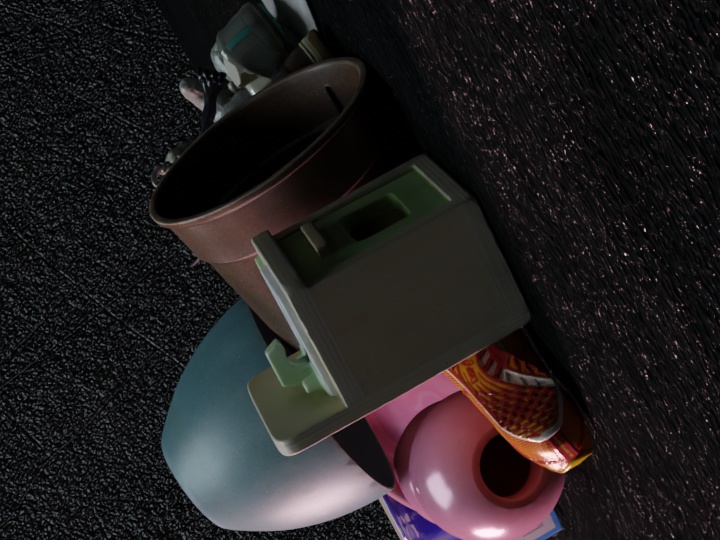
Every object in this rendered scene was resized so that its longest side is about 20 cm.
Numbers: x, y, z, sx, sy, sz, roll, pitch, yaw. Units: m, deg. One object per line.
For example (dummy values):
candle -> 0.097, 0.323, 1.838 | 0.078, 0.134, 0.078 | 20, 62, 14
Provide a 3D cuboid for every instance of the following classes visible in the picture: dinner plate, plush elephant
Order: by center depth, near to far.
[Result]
dinner plate -> -0.090, -0.275, 1.706 | 0.200, 0.024, 0.200 | 61, 175, 9
plush elephant -> -0.115, -0.148, 1.973 | 0.200, 0.165, 0.155 | 29, 178, 21

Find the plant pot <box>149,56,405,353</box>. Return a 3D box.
plant pot -> -0.026, -0.029, 1.547 | 0.198, 0.200, 0.200 | 53, 179, -23

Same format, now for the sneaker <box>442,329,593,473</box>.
sneaker -> 0.101, 0.077, 1.436 | 0.077, 0.073, 0.200 | 51, -174, -41

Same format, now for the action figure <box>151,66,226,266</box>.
action figure -> -0.135, -0.086, 1.854 | 0.102, 0.119, 0.200 | -56, -23, -72

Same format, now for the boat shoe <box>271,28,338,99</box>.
boat shoe -> -0.043, -0.147, 1.694 | 0.073, 0.065, 0.200 | 58, 176, 17

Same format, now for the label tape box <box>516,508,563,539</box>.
label tape box -> 0.113, 0.163, 1.915 | 0.143, 0.066, 0.200 | 64, 178, -28

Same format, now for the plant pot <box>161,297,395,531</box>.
plant pot -> -0.084, 0.136, 1.628 | 0.200, 0.135, 0.200 | 52, -172, -10

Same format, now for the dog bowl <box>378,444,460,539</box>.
dog bowl -> 0.042, 0.180, 1.904 | 0.200, 0.079, 0.200 | 62, 177, 6

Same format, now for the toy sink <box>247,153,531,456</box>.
toy sink -> -0.004, 0.018, 1.396 | 0.112, 0.200, 0.130 | 62, 177, -22

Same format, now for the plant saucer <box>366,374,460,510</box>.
plant saucer -> 0.069, 0.134, 1.733 | 0.200, 0.051, 0.201 | 20, 136, 20

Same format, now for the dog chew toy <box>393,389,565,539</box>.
dog chew toy -> 0.086, 0.157, 1.604 | 0.125, 0.124, 0.200 | 61, 163, -4

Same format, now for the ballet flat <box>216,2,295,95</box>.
ballet flat -> -0.083, -0.182, 1.742 | 0.067, 0.064, 0.200 | 49, -178, 15
